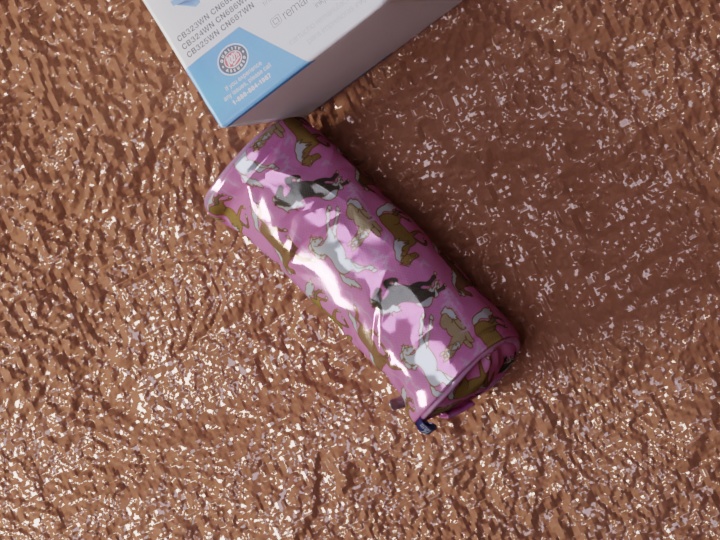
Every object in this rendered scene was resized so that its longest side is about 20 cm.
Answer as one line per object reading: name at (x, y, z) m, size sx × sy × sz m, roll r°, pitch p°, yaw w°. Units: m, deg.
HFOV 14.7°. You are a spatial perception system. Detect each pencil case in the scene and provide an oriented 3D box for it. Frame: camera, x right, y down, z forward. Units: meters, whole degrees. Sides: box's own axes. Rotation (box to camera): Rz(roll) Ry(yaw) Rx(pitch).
pencil case at (0.000, 0.000, 1.610) m, size 0.087 × 0.083 × 0.200 m, roll -45°, pitch 78°, yaw 10°

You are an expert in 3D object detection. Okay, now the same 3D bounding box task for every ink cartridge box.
ink cartridge box at (-0.061, -0.201, 1.589) m, size 0.128 × 0.125 × 0.200 m, roll -36°, pitch 82°, yaw 22°
